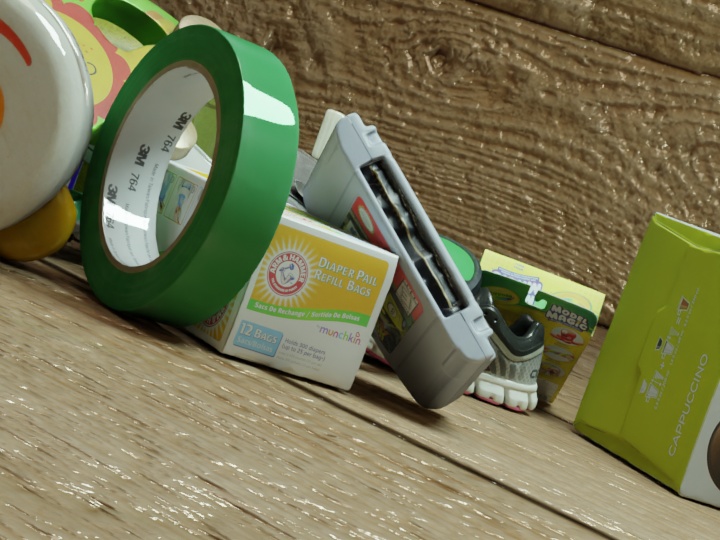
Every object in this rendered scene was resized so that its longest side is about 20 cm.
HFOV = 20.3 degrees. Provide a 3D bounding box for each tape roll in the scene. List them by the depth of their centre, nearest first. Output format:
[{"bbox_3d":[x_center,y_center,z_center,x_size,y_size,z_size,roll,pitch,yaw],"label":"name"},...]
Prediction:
[{"bbox_3d":[-0.119,-0.064,1.364,0.048,0.201,0.200,19,4,-35],"label":"tape roll"}]

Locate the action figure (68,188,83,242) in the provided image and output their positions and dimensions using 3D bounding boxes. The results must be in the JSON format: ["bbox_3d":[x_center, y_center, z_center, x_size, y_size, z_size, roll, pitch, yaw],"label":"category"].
[{"bbox_3d":[-0.208,-0.034,1.579,0.118,0.055,0.200,26,2,35],"label":"action figure"}]

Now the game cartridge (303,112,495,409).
[{"bbox_3d":[0.024,-0.001,1.449,0.201,0.041,0.133,60,-18,13],"label":"game cartridge"}]

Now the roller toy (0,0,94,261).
[{"bbox_3d":[-0.273,-0.114,1.377,0.199,0.183,0.140,20,3,-4],"label":"roller toy"}]

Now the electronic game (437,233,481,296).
[{"bbox_3d":[0.000,0.000,1.640,0.199,0.042,0.200,2,21,-1],"label":"electronic game"}]

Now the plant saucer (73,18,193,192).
[{"bbox_3d":[-0.251,-0.137,1.772,0.199,0.201,0.048,21,12,12],"label":"plant saucer"}]

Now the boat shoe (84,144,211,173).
[{"bbox_3d":[-0.181,-0.114,1.636,0.200,0.072,0.066,36,-45,-20],"label":"boat shoe"}]

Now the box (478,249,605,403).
[{"bbox_3d":[0.143,0.047,1.784,0.117,0.049,0.200,21,-22,2],"label":"box"}]

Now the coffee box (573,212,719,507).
[{"bbox_3d":[0.326,0.088,1.645,0.197,0.201,0.200,18,5,-21],"label":"coffee box"}]

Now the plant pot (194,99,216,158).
[{"bbox_3d":[-0.219,-0.146,2.111,0.199,0.191,0.200,20,4,-1],"label":"plant pot"}]

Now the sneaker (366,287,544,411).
[{"bbox_3d":[0.071,0.049,1.676,0.199,0.088,0.074,19,4,-20],"label":"sneaker"}]

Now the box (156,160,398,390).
[{"bbox_3d":[-0.078,0.000,1.440,0.112,0.102,0.200,19,4,-32],"label":"box"}]

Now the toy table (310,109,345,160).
[{"bbox_3d":[-0.052,-0.050,1.884,0.199,0.185,0.117,8,-12,-3],"label":"toy table"}]

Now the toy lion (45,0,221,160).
[{"bbox_3d":[-0.209,-0.158,1.539,0.191,0.069,0.201,33,38,-15],"label":"toy lion"}]

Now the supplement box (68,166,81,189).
[{"bbox_3d":[-0.324,-0.108,1.654,0.101,0.104,0.200,24,6,25],"label":"supplement box"}]

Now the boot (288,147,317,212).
[{"bbox_3d":[-0.117,-0.066,1.763,0.199,0.069,0.175,30,43,-5],"label":"boot"}]
